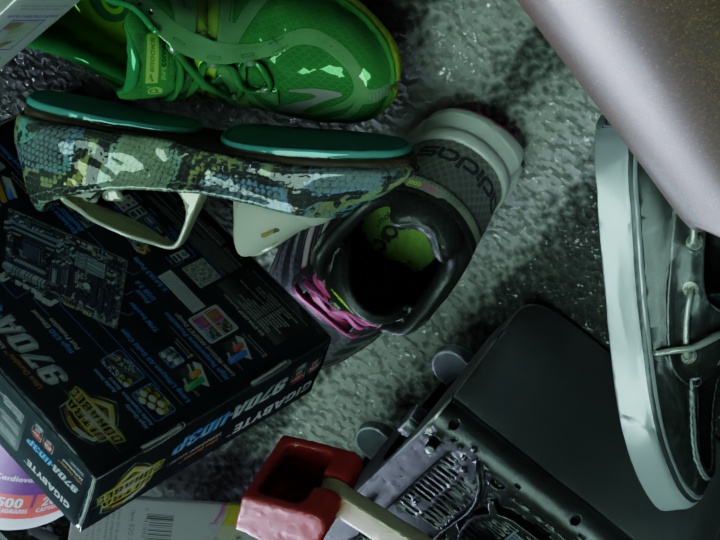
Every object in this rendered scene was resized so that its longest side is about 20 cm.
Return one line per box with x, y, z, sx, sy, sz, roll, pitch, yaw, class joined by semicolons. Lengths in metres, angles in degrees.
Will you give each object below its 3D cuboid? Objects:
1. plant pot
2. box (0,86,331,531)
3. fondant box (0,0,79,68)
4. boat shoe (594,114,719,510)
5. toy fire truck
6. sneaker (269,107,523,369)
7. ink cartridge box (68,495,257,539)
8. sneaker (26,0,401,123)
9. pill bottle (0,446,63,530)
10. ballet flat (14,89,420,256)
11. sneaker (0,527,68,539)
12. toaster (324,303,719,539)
0.149;-0.130;0.963;0.200;0.200;0.198;-12;127;35;plant pot
-0.137;0.012;1.196;0.200;0.159;0.046;44;139;18;box
-0.213;-0.159;1.147;0.200;0.058;0.144;-37;81;25;fondant box
0.156;0.019;1.144;0.068;0.074;0.200;-2;105;21;boat shoe
0.033;0.174;1.194;0.200;0.049;0.141;22;133;11;toy fire truck
0.000;0.000;1.209;0.074;0.087;0.200;41;134;-7;sneaker
-0.064;0.193;1.353;0.200;0.117;0.068;4;155;4;ink cartridge box
-0.076;-0.103;1.169;0.200;0.084;0.074;14;127;18;sneaker
-0.177;0.044;1.325;0.112;0.112;0.200;30;135;4;pill bottle
-0.069;-0.041;1.165;0.200;0.074;0.074;9;130;17;ballet flat
-0.221;0.174;1.439;0.080;0.074;0.200;2;159;39;sneaker
0.088;0.138;1.252;0.200;0.119;0.181;38;135;-4;toaster
